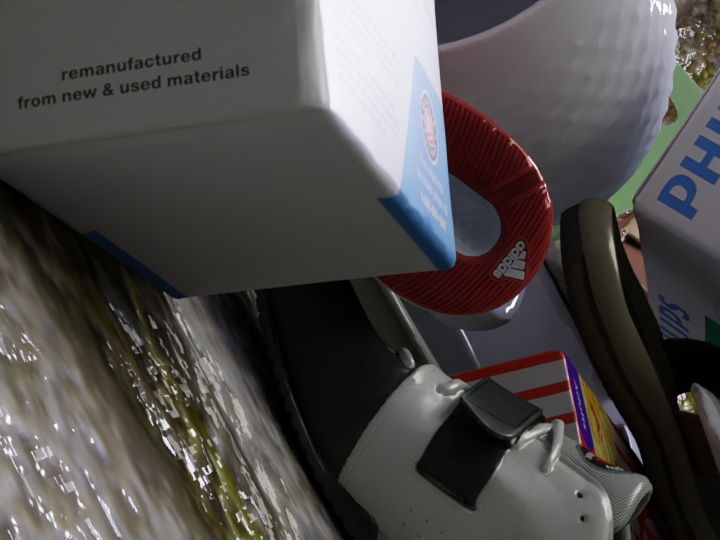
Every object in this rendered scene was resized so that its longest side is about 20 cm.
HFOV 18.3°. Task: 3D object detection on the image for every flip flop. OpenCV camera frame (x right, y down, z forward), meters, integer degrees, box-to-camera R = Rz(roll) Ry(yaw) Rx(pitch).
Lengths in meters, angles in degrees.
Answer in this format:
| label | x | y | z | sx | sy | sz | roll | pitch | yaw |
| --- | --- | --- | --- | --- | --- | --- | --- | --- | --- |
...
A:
| label | x | y | z | sx | sy | sz | roll | pitch | yaw |
| --- | --- | --- | --- | --- | --- | --- | --- | --- | --- |
| flip flop | 0.131 | 0.052 | 0.852 | 0.081 | 0.057 | 0.201 | -94 | 160 | -60 |

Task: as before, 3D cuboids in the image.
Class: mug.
| label | x | y | z | sx | sy | sz | roll | pitch | yaw |
| --- | --- | --- | --- | --- | --- | --- | --- | --- | --- |
| mug | 0.047 | -0.075 | 0.860 | 0.175 | 0.147 | 0.201 | 57 | 37 | -56 |

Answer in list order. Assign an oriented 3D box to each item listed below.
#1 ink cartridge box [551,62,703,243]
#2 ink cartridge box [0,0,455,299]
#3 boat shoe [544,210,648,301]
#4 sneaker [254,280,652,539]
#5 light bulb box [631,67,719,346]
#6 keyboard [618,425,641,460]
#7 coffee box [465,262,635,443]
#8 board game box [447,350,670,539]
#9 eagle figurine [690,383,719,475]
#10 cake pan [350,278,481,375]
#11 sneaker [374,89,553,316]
| label | x | y | z | sx | sy | sz | roll | pitch | yaw |
| --- | --- | --- | --- | --- | --- | --- | --- | --- | --- |
| ink cartridge box | 0.076 | -0.081 | 1.056 | 0.146 | 0.199 | 0.048 | 55 | -25 | 30 |
| ink cartridge box | -0.035 | -0.108 | 0.553 | 0.145 | 0.084 | 0.201 | 45 | 41 | -71 |
| boat shoe | 0.135 | 0.000 | 1.080 | 0.076 | 0.072 | 0.200 | 58 | 8 | -3 |
| sneaker | 0.039 | 0.066 | 0.681 | 0.201 | 0.088 | 0.074 | 61 | 8 | 9 |
| light bulb box | 0.223 | 0.007 | 0.879 | 0.200 | 0.125 | 0.198 | 32 | -10 | 18 |
| keyboard | 0.143 | 0.138 | 1.110 | 0.040 | 0.104 | 0.200 | 53 | 2 | 32 |
| coffee box | 0.098 | 0.076 | 1.139 | 0.113 | 0.080 | 0.200 | 64 | 7 | 32 |
| board game box | 0.087 | 0.133 | 0.803 | 0.200 | 0.046 | 0.152 | 49 | 29 | -63 |
| eagle figurine | 0.157 | 0.145 | 0.755 | 0.151 | 0.201 | 0.151 | 33 | -7 | -22 |
| cake pan | 0.000 | 0.000 | 0.873 | 0.201 | 0.037 | 0.200 | 61 | 6 | -11 |
| sneaker | -0.033 | -0.057 | 0.692 | 0.200 | 0.078 | 0.116 | 47 | -8 | -1 |
